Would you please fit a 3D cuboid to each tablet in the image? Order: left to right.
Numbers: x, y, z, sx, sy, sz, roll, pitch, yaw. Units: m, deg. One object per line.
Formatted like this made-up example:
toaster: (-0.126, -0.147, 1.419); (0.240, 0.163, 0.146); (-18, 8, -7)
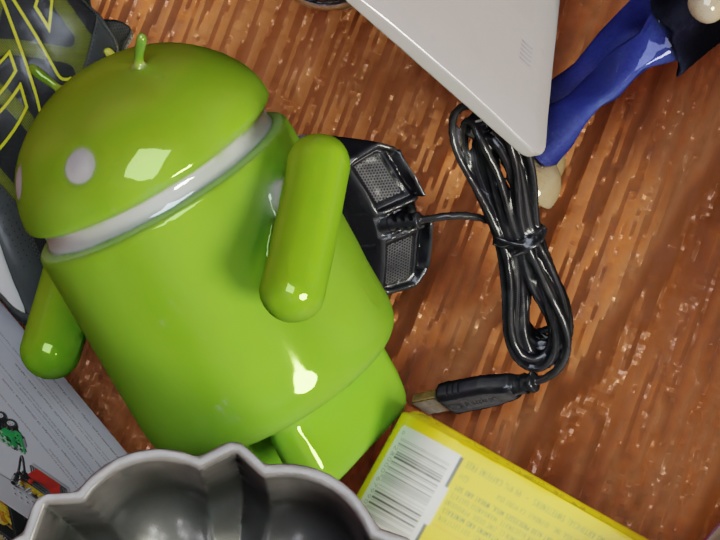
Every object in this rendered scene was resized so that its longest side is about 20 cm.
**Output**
tablet: (0.042, -0.153, 1.229); (0.014, 0.130, 0.200); (-29, 36, 34)

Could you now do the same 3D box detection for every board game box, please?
board game box: (-0.148, 0.102, 1.245); (0.200, 0.126, 0.035); (50, 130, 10)

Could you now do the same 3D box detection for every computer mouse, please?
computer mouse: (0.000, 0.000, 1.278); (0.199, 0.046, 0.141); (-11, 112, 24)

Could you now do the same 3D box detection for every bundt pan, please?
bundt pan: (-0.057, 0.169, 1.134); (0.201, 0.076, 0.203); (0, 81, 3)

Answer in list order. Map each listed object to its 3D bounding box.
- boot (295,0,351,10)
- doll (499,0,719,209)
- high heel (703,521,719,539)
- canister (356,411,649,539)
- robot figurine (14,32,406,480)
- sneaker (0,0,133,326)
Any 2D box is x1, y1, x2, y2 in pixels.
boot: (-0.013, -0.215, 1.254); (0.072, 0.166, 0.201); (-1, 81, 5)
doll: (0.140, -0.114, 1.249); (0.200, 0.137, 0.048); (-41, 99, 16)
high heel: (0.180, 0.079, 1.202); (0.096, 0.067, 0.201); (6, 117, -1)
canister: (0.030, 0.177, 1.210); (0.148, 0.087, 0.200); (29, 86, 6)
robot figurine: (-0.063, -0.005, 1.202); (0.116, 0.175, 0.200); (-42, 110, -39)
sneaker: (-0.138, -0.075, 1.291); (0.084, 0.074, 0.201); (-10, 81, 3)
